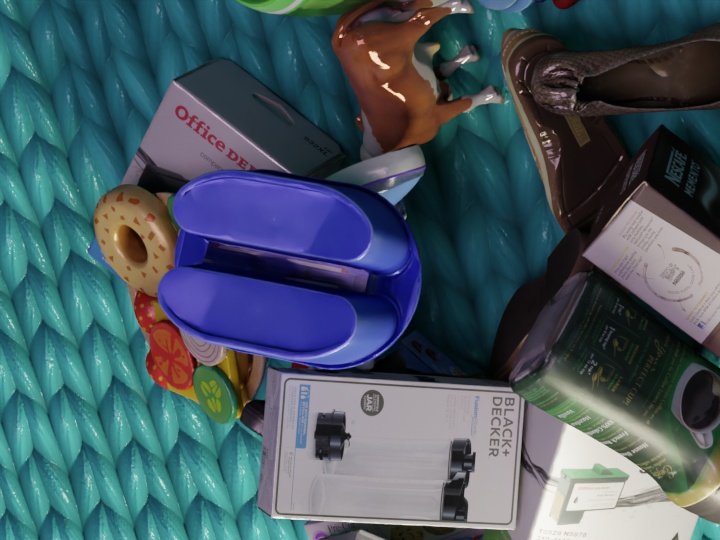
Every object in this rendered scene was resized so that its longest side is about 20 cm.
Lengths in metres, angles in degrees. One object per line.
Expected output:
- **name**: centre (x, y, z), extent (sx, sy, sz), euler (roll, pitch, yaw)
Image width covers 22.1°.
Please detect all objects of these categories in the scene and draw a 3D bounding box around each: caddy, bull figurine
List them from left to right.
- **caddy**: centre (-0.055, -0.003, 1.380), extent (0.199, 0.105, 0.142), euler (11, 90, 18)
- **bull figurine**: centre (0.040, -0.147, 1.446), extent (0.121, 0.200, 0.065), euler (-29, 59, -1)

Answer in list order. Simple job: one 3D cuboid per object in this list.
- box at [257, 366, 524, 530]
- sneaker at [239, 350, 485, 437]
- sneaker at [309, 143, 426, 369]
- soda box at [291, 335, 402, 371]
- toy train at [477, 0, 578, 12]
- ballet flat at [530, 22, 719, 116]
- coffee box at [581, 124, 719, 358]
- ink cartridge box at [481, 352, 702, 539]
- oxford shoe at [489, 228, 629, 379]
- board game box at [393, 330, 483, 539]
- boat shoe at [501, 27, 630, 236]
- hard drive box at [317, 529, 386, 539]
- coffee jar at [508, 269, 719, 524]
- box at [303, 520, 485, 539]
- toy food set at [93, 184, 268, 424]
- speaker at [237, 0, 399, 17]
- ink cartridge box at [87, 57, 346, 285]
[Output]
- **box**: centre (0.025, 0.139, 1.450), extent (0.199, 0.060, 0.117), euler (6, 89, -14)
- **sneaker**: centre (0.007, 0.108, 1.509), extent (0.199, 0.060, 0.105), euler (19, 94, -20)
- **sneaker**: centre (0.000, 0.000, 1.458), extent (0.200, 0.081, 0.147), euler (-28, 87, 37)
- **soda box**: centre (-0.014, 0.081, 1.570), extent (0.064, 0.068, 0.201), euler (22, 108, 42)
- **toy train**: centre (0.167, -0.266, 1.335), extent (0.085, 0.116, 0.200), euler (50, 124, 2)
- **ballet flat**: centre (0.224, -0.143, 1.350), extent (0.199, 0.046, 0.068), euler (-5, 113, -1)
- **coffee box**: centre (0.271, -0.003, 1.362), extent (0.200, 0.113, 0.080), euler (36, 121, -4)
- **ink cartridge box**: centre (0.196, 0.164, 1.472), extent (0.146, 0.084, 0.201), euler (4, 119, -17)
- **oxford shoe**: centre (0.160, 0.041, 1.478), extent (0.071, 0.072, 0.200), euler (18, 148, -14)
- **board game box**: centre (0.079, 0.171, 1.606), extent (0.200, 0.037, 0.151), euler (41, 123, 8)
- **boat shoe**: centre (0.161, -0.103, 1.438), extent (0.071, 0.076, 0.200), euler (-25, 117, -6)
- **hard drive box**: centre (0.057, 0.292, 1.540), extent (0.200, 0.077, 0.156), euler (24, 164, -9)
- **coffee jar**: centre (0.214, 0.095, 1.348), extent (0.200, 0.104, 0.085), euler (35, 152, -7)
- **box**: centre (0.044, 0.214, 1.596), extent (0.200, 0.039, 0.042), euler (-14, 103, 33)
- **toy food set**: centre (-0.144, 0.027, 1.524), extent (0.198, 0.049, 0.201), euler (16, 121, 47)
- **speaker**: centre (-0.019, -0.238, 1.390), extent (0.088, 0.200, 0.089), euler (7, 103, 34)
- **ink cartridge box**: centre (-0.127, -0.059, 1.596), extent (0.145, 0.084, 0.200), euler (38, 122, 11)
